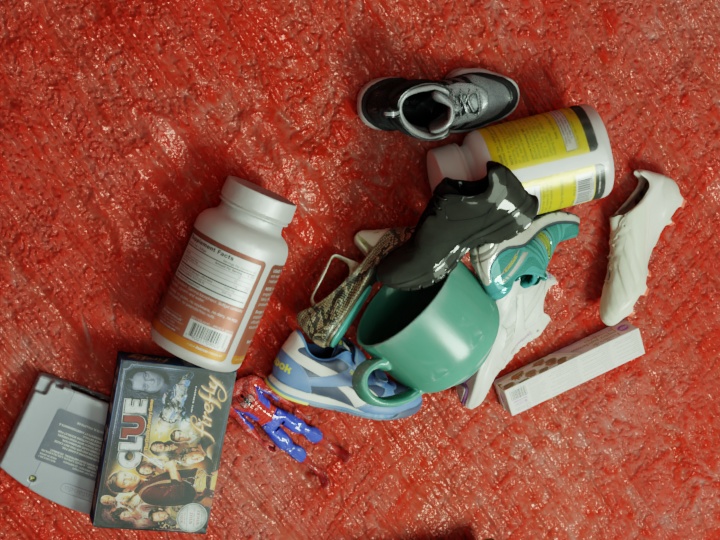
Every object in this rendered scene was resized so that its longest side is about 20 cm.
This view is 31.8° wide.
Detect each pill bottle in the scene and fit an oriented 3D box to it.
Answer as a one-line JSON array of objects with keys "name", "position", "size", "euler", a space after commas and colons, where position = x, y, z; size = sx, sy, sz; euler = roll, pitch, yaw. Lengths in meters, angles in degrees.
[{"name": "pill bottle", "position": [-0.149, 0.002, 1.413], "size": [0.112, 0.112, 0.201], "euler": [22, 96, -22]}, {"name": "pill bottle", "position": [0.185, -0.119, 1.483], "size": [0.199, 0.114, 0.115], "euler": [-14, 108, -6]}]

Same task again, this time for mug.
[{"name": "mug", "position": [0.077, 0.078, 1.486], "size": [0.185, 0.152, 0.114], "euler": [-42, 110, 12]}]

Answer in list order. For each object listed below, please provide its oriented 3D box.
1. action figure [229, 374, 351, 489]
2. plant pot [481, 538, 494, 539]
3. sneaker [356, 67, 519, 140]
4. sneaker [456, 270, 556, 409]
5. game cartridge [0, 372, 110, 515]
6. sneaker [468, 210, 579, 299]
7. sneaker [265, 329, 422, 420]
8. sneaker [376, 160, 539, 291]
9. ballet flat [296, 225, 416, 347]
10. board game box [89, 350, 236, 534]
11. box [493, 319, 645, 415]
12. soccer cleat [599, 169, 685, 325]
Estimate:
[{"name": "action figure", "position": [-0.097, 0.184, 1.514], "size": [0.200, 0.052, 0.065], "euler": [41, 93, -21]}, {"name": "plant pot", "position": [0.113, 0.431, 1.589], "size": [0.189, 0.200, 0.201], "euler": [-22, 111, -25]}, {"name": "sneaker", "position": [0.103, -0.186, 1.443], "size": [0.199, 0.114, 0.076], "euler": [-6, 107, -16]}, {"name": "sneaker", "position": [0.182, 0.082, 1.561], "size": [0.099, 0.075, 0.201], "euler": [18, 98, -20]}, {"name": "game cartridge", "position": [-0.306, 0.212, 1.459], "size": [0.199, 0.042, 0.134], "euler": [26, 99, -22]}, {"name": "sneaker", "position": [0.196, -0.021, 1.505], "size": [0.199, 0.077, 0.080], "euler": [-24, 97, -45]}, {"name": "sneaker", "position": [-0.011, 0.126, 1.512], "size": [0.199, 0.074, 0.083], "euler": [14, 98, -22]}, {"name": "sneaker", "position": [0.096, -0.053, 1.411], "size": [0.199, 0.076, 0.091], "euler": [-33, 116, 13]}, {"name": "ballet flat", "position": [0.000, 0.000, 1.483], "size": [0.075, 0.068, 0.200], "euler": [40, 76, 12]}, {"name": "board game box", "position": [-0.226, 0.198, 1.444], "size": [0.135, 0.035, 0.201], "euler": [7, 102, -20]}, {"name": "box", "position": [0.267, 0.124, 1.620], "size": [0.199, 0.039, 0.042], "euler": [-25, 112, -10]}, {"name": "soccer cleat", "position": [0.336, -0.030, 1.591], "size": [0.077, 0.069, 0.201], "euler": [25, 89, -17]}]
